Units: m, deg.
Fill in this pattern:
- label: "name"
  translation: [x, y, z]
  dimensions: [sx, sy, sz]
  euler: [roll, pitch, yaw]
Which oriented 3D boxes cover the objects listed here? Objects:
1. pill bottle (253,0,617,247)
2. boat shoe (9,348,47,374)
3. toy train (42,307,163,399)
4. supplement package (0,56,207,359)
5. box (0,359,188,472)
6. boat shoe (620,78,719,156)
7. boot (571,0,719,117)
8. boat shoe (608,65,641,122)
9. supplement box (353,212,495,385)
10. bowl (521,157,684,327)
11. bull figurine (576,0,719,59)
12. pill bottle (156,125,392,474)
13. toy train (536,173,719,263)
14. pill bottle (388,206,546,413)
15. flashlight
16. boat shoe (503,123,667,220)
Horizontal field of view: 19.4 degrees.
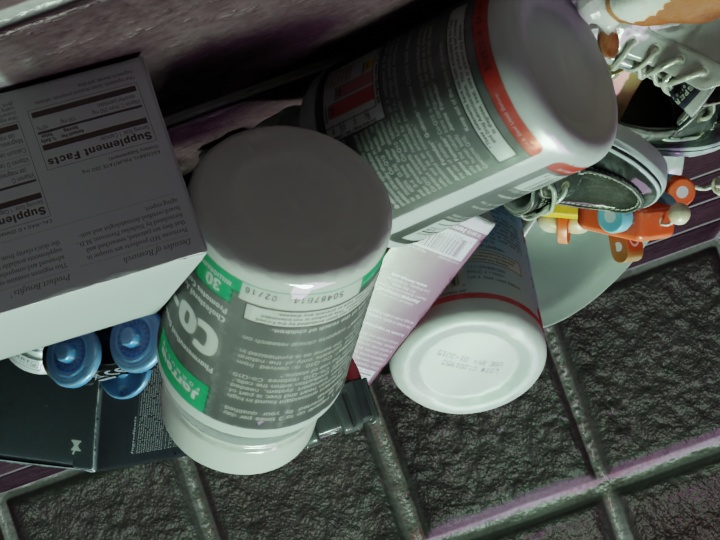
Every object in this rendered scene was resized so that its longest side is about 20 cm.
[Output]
- label: "pill bottle"
  translation: [0.037, -0.081, 1.216]
  dimensions: [0.200, 0.116, 0.116]
  euler: [-23, 172, 32]
- label: "boat shoe"
  translation: [-0.180, 0.020, 1.584]
  dimensions: [0.200, 0.074, 0.067]
  euler: [-30, 146, -52]
- label: "toy train"
  translation: [-0.138, 0.018, 1.445]
  dimensions: [0.200, 0.114, 0.087]
  euler: [-15, 161, 30]
- label: "supplement package"
  translation: [-0.202, -0.014, 1.101]
  dimensions: [0.200, 0.111, 0.156]
  euler: [-17, 172, -18]
- label: "box"
  translation: [-0.232, 0.098, 1.703]
  dimensions: [0.148, 0.104, 0.200]
  euler: [5, -179, 18]
- label: "boat shoe"
  translation: [0.228, -0.120, 1.550]
  dimensions: [0.200, 0.072, 0.071]
  euler: [-14, 175, -25]
- label: "boot"
  translation: [0.177, -0.135, 1.253]
  dimensions: [0.200, 0.096, 0.074]
  euler: [-19, 173, -1]
- label: "boat shoe"
  translation: [0.153, -0.120, 1.389]
  dimensions: [0.200, 0.076, 0.072]
  euler: [-25, 171, 35]
- label: "supplement box"
  translation: [0.000, 0.000, 1.419]
  dimensions: [0.061, 0.109, 0.200]
  euler: [20, 122, -30]
- label: "bowl"
  translation: [0.155, -0.057, 1.671]
  dimensions: [0.201, 0.090, 0.201]
  euler: [-34, 150, -23]
- label: "bull figurine"
  translation: [0.206, -0.178, 1.149]
  dimensions: [0.121, 0.065, 0.200]
  euler: [-19, 176, -34]
- label: "pill bottle"
  translation: [-0.055, 0.023, 1.191]
  dimensions: [0.113, 0.113, 0.200]
  euler: [-16, 147, -25]
- label: "toy train"
  translation: [0.197, -0.037, 1.505]
  dimensions: [0.150, 0.056, 0.200]
  euler: [12, -166, 36]
- label: "pill bottle"
  translation: [0.065, -0.005, 1.494]
  dimensions: [0.109, 0.200, 0.109]
  euler: [-4, 137, -3]
- label: "flashlight"
  translation: [-0.050, 0.014, 1.354]
  dimensions: [0.068, 0.200, 0.068]
  euler: [-24, 172, 32]
- label: "boat shoe"
  translation: [0.105, -0.065, 1.347]
  dimensions: [0.200, 0.071, 0.072]
  euler: [16, 147, -19]
